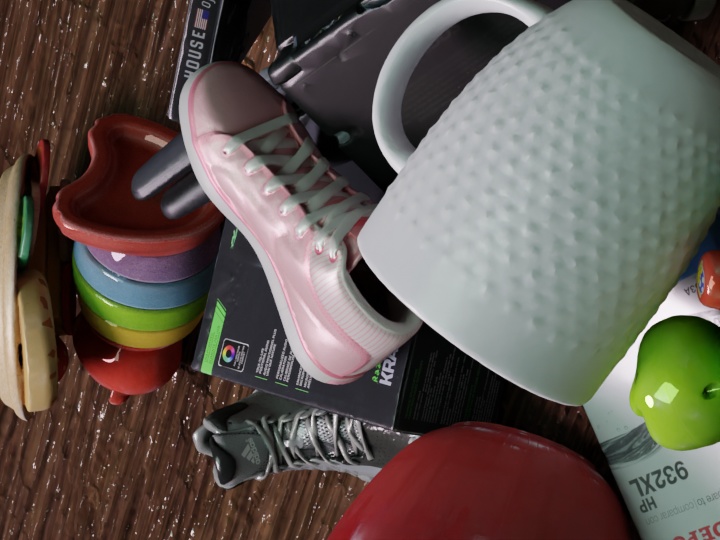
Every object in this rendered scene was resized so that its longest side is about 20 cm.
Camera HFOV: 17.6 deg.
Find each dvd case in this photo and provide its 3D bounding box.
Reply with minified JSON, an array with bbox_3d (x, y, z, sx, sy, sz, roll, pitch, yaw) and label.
[{"bbox_3d":[-0.068,-0.197,1.425,0.025,0.200,0.151,16,122,4],"label":"dvd case"}]

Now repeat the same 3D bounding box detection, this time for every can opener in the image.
[{"bbox_3d":[-0.059,-0.089,1.406,0.199,0.063,0.079,-25,40,26],"label":"can opener"}]

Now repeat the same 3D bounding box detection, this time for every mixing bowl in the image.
[{"bbox_3d":[0.080,0.155,1.338,0.200,0.200,0.109,0,63,48],"label":"mixing bowl"}]

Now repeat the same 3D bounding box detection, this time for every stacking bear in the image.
[{"bbox_3d":[-0.158,0.009,1.658,0.113,0.122,0.200,17,136,3],"label":"stacking bear"}]

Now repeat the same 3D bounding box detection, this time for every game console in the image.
[{"bbox_3d":[0.049,-0.163,1.292,0.176,0.117,0.200,44,131,-16],"label":"game console"}]

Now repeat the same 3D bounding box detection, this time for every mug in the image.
[{"bbox_3d":[0.089,-0.061,1.186,0.200,0.147,0.176,42,105,26],"label":"mug"}]

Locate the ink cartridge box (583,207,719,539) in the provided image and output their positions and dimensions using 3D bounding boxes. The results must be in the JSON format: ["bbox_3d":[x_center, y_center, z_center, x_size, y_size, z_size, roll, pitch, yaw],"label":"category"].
[{"bbox_3d":[0.199,0.059,1.293,0.145,0.084,0.201,-30,81,48],"label":"ink cartridge box"}]

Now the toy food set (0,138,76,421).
[{"bbox_3d":[-0.235,0.009,1.688,0.200,0.048,0.199,98,172,-80],"label":"toy food set"}]

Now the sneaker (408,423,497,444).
[{"bbox_3d":[0.107,0.138,1.450,0.091,0.077,0.200,-42,75,30],"label":"sneaker"}]

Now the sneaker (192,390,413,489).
[{"bbox_3d":[-0.037,0.119,1.554,0.200,0.115,0.075,-2,103,49],"label":"sneaker"}]

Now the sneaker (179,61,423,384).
[{"bbox_3d":[-0.025,-0.038,1.312,0.105,0.075,0.201,-27,88,58],"label":"sneaker"}]

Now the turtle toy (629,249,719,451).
[{"bbox_3d":[0.216,0.016,1.158,0.101,0.146,0.200,44,104,27],"label":"turtle toy"}]

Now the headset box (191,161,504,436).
[{"bbox_3d":[0.000,0.000,1.444,0.200,0.093,0.175,14,91,45],"label":"headset box"}]

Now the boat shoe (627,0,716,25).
[{"bbox_3d":[0.160,-0.207,1.209,0.202,0.060,0.072,93,163,-48],"label":"boat shoe"}]
